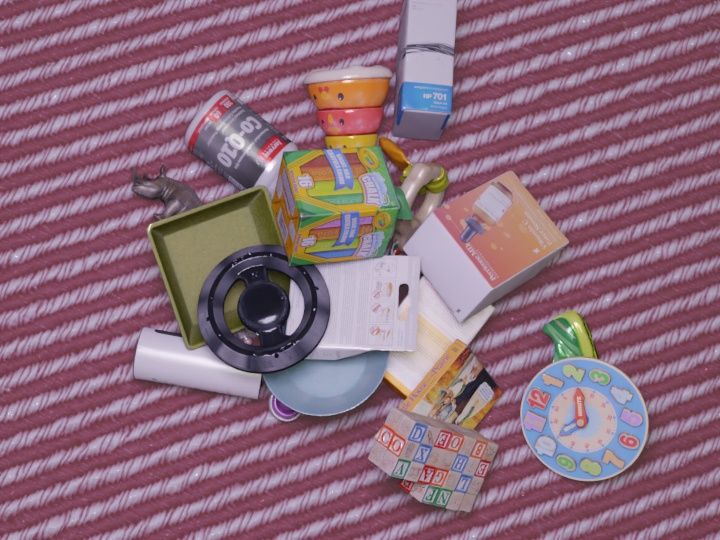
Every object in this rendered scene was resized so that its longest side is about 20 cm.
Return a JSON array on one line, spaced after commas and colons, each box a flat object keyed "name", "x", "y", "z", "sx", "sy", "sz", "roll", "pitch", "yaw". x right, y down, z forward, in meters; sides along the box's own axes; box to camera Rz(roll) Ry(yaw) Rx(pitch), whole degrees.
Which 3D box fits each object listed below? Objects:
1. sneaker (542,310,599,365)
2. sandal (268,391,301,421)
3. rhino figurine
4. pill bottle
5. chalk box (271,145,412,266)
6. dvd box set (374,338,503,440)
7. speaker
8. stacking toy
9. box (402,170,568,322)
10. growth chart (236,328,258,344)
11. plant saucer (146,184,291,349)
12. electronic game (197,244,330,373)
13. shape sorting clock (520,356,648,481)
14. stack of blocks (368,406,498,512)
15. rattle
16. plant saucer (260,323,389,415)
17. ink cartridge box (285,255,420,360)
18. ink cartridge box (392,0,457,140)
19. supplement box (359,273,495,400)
[{"name": "sneaker", "x": 0.347, "y": 0.167, "z": 1.662, "sx": 0.083, "sy": 0.074, "sz": 0.202, "roll": -17, "pitch": 87, "yaw": 20}, {"name": "sandal", "x": -0.074, "y": 0.148, "z": 1.622, "sx": 0.082, "sy": 0.050, "sz": 0.204, "roll": 27, "pitch": 84, "yaw": -8}, {"name": "rhino figurine", "x": -0.289, "y": -0.096, "z": 1.640, "sx": 0.200, "sy": 0.060, "sz": 0.087, "roll": 43, "pitch": 63, "yaw": 4}, {"name": "pill bottle", "x": -0.170, "y": -0.182, "z": 1.638, "sx": 0.199, "sy": 0.114, "sz": 0.114, "roll": 38, "pitch": 80, "yaw": 2}, {"name": "chalk box", "x": -0.018, "y": -0.099, "z": 1.537, "sx": 0.198, "sy": 0.124, "sz": 0.126, "roll": -7, "pitch": 56, "yaw": -19}, {"name": "dvd box set", "x": 0.124, "y": 0.223, "z": 1.599, "sx": 0.200, "sy": 0.029, "sz": 0.147, "roll": -48, "pitch": 131, "yaw": -11}, {"name": "speaker", "x": -0.246, "y": 0.145, "z": 1.596, "sx": 0.198, "sy": 0.081, "sz": 0.082, "roll": 10, "pitch": 80, "yaw": -3}, {"name": "stacking toy", "x": -0.013, "y": -0.226, "z": 1.667, "sx": 0.145, "sy": 0.146, "sz": 0.202, "roll": -6, "pitch": 97, "yaw": -6}, {"name": "box", "x": 0.196, "y": -0.040, "z": 1.604, "sx": 0.199, "sy": 0.106, "sz": 0.153, "roll": -29, "pitch": 75, "yaw": -38}, {"name": "growth chart", "x": -0.132, "y": 0.030, "z": 1.657, "sx": 0.198, "sy": 0.018, "sz": 0.146, "roll": -23, "pitch": 83, "yaw": -8}, {"name": "plant saucer", "x": -0.212, "y": -0.008, "z": 1.588, "sx": 0.198, "sy": 0.048, "sz": 0.202, "roll": -22, "pitch": 103, "yaw": -21}, {"name": "electronic game", "x": -0.143, "y": 0.055, "z": 1.527, "sx": 0.198, "sy": 0.042, "sz": 0.202, "roll": -1, "pitch": 67, "yaw": 1}, {"name": "shape sorting clock", "x": 0.347, "y": 0.233, "z": 1.610, "sx": 0.198, "sy": 0.039, "sz": 0.202, "roll": 5, "pitch": 102, "yaw": 24}, {"name": "stack of blocks", "x": 0.107, "y": 0.286, "z": 1.550, "sx": 0.199, "sy": 0.058, "sz": 0.116, "roll": 23, "pitch": 93, "yaw": -41}, {"name": "rattle", "x": 0.046, "y": -0.096, "z": 1.669, "sx": 0.142, "sy": 0.130, "sz": 0.201, "roll": 26, "pitch": 106, "yaw": 10}, {"name": "plant saucer", "x": -0.053, "y": 0.131, "z": 1.574, "sx": 0.199, "sy": 0.039, "sz": 0.203, "roll": -2, "pitch": 64, "yaw": 4}, {"name": "ink cartridge box", "x": -0.010, "y": 0.054, "z": 1.563, "sx": 0.198, "sy": 0.050, "sz": 0.162, "roll": 2, "pitch": 64, "yaw": 4}, {"name": "ink cartridge box", "x": 0.102, "y": -0.329, "z": 1.669, "sx": 0.085, "sy": 0.146, "sz": 0.202, "roll": 6, "pitch": 81, "yaw": -3}, {"name": "supplement box", "x": 0.102, "y": 0.101, "z": 1.638, "sx": 0.126, "sy": 0.074, "sz": 0.200, "roll": 39, "pitch": 81, "yaw": 1}]
